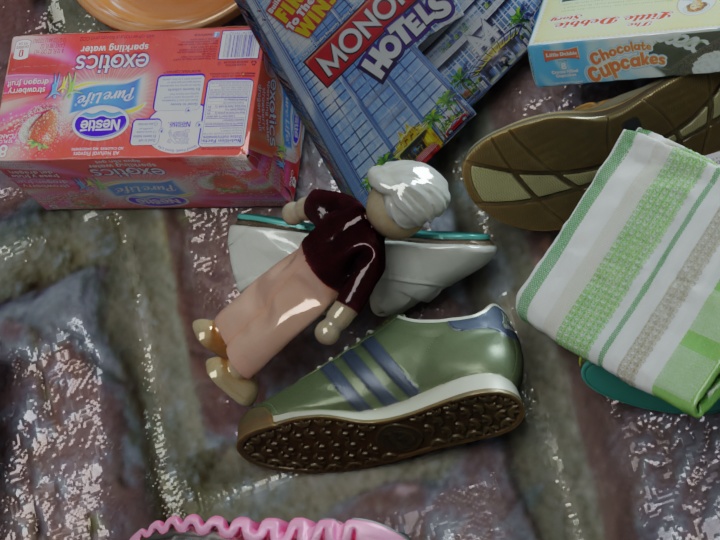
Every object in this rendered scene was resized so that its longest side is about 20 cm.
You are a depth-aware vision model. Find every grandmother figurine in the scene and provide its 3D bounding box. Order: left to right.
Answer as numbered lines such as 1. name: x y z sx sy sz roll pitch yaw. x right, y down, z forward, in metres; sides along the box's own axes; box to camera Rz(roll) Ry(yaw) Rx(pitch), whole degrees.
1. grandmother figurine: -0.023 -0.004 1.669 0.200 0.061 0.121 -40 56 22

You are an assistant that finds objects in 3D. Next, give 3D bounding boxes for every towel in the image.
1. towel: 0.191 0.000 1.581 0.149 0.031 0.200 -57 35 0

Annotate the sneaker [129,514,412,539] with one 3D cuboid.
1. sneaker: -0.064 0.208 1.657 0.200 0.079 0.095 0 80 22

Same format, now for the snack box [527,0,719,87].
1. snack box: 0.218 -0.174 1.691 0.200 0.037 0.116 -3 36 20

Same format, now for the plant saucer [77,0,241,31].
1. plant saucer: -0.127 -0.257 1.888 0.200 0.037 0.200 -8 66 19

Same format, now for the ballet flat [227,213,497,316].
1. ballet flat: 0.000 0.000 1.724 0.200 0.069 0.069 5 71 27

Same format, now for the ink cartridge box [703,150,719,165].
1. ink cartridge box: 0.264 -0.008 1.589 0.119 0.042 0.200 -18 39 7

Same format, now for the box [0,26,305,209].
1. box: -0.146 -0.104 1.797 0.200 0.095 0.103 -1 68 21

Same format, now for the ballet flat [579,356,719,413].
1. ballet flat: 0.240 0.056 1.609 0.200 0.067 0.067 6 50 21

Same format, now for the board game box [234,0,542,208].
1. board game box: 0.005 -0.177 1.715 0.200 0.200 0.062 -45 24 -1

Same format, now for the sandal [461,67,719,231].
1. sandal: 0.163 -0.085 1.690 0.200 0.080 0.054 -22 18 -5

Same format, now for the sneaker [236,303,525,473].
1. sneaker: 0.016 0.073 1.686 0.200 0.067 0.090 -12 50 21
